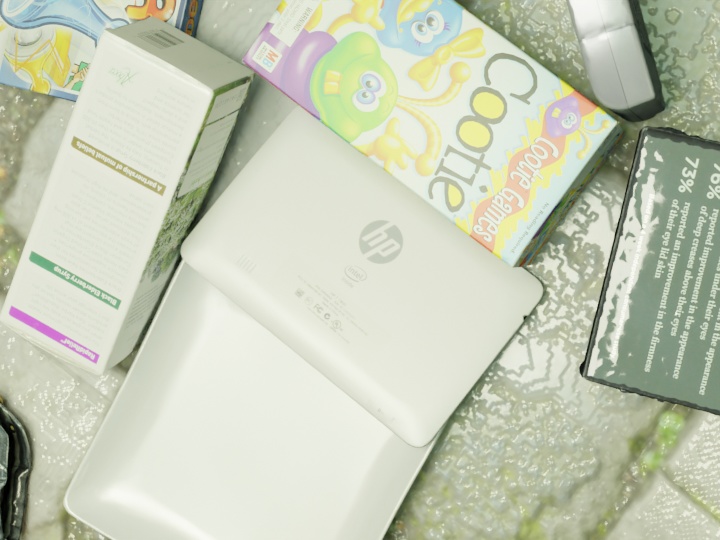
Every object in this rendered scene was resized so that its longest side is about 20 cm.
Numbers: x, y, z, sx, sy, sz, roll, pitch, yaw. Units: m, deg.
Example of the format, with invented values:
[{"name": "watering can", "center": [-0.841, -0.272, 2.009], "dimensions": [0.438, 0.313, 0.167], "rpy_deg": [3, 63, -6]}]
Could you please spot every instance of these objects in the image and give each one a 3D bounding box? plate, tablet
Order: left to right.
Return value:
[{"name": "plate", "center": [-0.064, 0.113, 0.958], "dimensions": [0.198, 0.032, 0.201], "rpy_deg": [29, 97, 10]}, {"name": "tablet", "center": [0.000, 0.000, 0.931], "dimensions": [0.199, 0.014, 0.130], "rpy_deg": [38, 81, 10]}]

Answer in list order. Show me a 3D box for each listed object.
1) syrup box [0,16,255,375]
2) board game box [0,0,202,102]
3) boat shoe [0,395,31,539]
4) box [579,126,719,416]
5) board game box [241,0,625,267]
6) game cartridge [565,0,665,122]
[{"name": "syrup box", "center": [-0.145, -0.045, 0.924], "dimensions": [0.081, 0.079, 0.201], "rpy_deg": [28, 111, 7]}, {"name": "board game box", "center": [-0.163, -0.207, 0.971], "dimensions": [0.134, 0.034, 0.202], "rpy_deg": [13, 94, 12]}, {"name": "boat shoe", "center": [-0.265, 0.086, 0.986], "dimensions": [0.090, 0.071, 0.203], "rpy_deg": [1, 98, 11]}, {"name": "box", "center": [0.239, 0.013, 0.854], "dimensions": [0.198, 0.104, 0.150], "rpy_deg": [15, 94, 11]}, {"name": "board game box", "center": [0.047, -0.103, 0.893], "dimensions": [0.199, 0.103, 0.105], "rpy_deg": [37, 98, 9]}, {"name": "game cartridge", "center": [0.131, -0.186, 0.859], "dimensions": [0.040, 0.133, 0.202], "rpy_deg": [-15, 87, 12]}]
